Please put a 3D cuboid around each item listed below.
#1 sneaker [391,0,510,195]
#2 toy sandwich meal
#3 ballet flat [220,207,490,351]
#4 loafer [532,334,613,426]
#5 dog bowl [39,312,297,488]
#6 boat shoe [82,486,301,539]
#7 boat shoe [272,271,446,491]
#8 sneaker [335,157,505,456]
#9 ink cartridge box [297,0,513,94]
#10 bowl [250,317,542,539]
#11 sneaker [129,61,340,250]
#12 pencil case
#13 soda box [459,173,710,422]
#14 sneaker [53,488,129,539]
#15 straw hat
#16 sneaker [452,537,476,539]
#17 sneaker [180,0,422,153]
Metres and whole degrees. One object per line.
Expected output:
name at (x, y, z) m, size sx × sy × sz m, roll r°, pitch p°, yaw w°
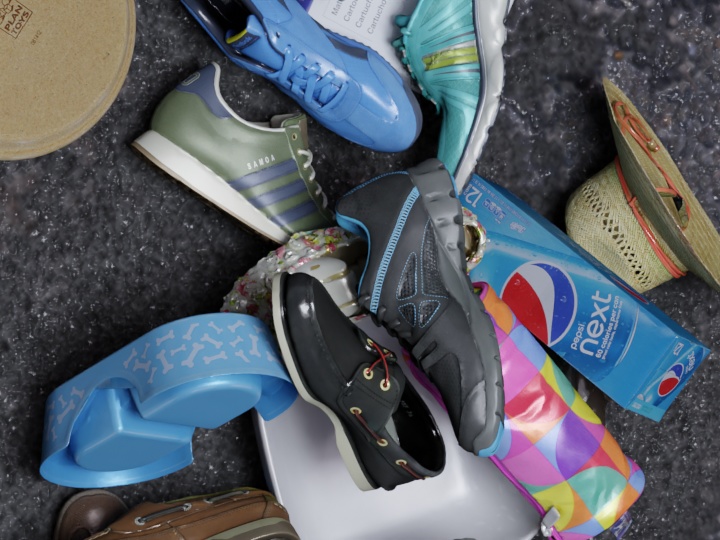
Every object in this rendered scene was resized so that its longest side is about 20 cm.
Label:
sneaker at (0.060, -0.152, 1.684) m, size 0.079 × 0.078 × 0.201 m, roll 3°, pitch 90°, yaw -3°
toy sandwich meal at (-0.246, -0.163, 1.591) m, size 0.204 × 0.070 × 0.206 m, roll 0°, pitch 90°, yaw -27°
ballet flat at (0.000, 0.000, 1.630) m, size 0.199 × 0.064 × 0.076 m, roll -25°, pitch 103°, yaw -22°
loafer at (0.144, 0.078, 1.769) m, size 0.071 × 0.073 × 0.201 m, roll -4°, pitch 93°, yaw -53°
dog bowl at (-0.130, 0.085, 1.587) m, size 0.111 × 0.200 × 0.050 m, roll 12°, pitch 58°, yaw -45°
boat shoe at (-0.140, 0.193, 1.600) m, size 0.199 × 0.068 × 0.072 m, roll -9°, pitch 127°, yaw -20°
boat shoe at (-0.001, 0.068, 1.578) m, size 0.074 × 0.063 × 0.202 m, roll -82°, pitch 153°, yaw -42°
sneaker at (0.041, 0.030, 1.569) m, size 0.081 × 0.073 × 0.201 m, roll -14°, pitch 70°, yaw -4°
ink cartridge box at (0.027, -0.244, 1.714) m, size 0.199 × 0.041 × 0.200 m, roll 25°, pitch 83°, yaw -21°
bowl at (0.019, 0.121, 1.706) m, size 0.199 × 0.075 × 0.201 m, roll -18°, pitch 99°, yaw -21°
sneaker at (-0.054, -0.065, 1.670) m, size 0.200 × 0.067 × 0.090 m, roll 34°, pitch 84°, yaw -17°
pencil case at (0.112, 0.102, 1.663) m, size 0.088 × 0.088 × 0.200 m, roll -43°, pitch 105°, yaw -16°
soda box at (0.142, 0.017, 1.685) m, size 0.064 × 0.200 × 0.068 m, roll -55°, pitch 151°, yaw 8°
sneaker at (-0.159, 0.248, 1.634) m, size 0.070 × 0.075 × 0.201 m, roll -10°, pitch 96°, yaw -22°
straw hat at (0.195, -0.032, 1.751) m, size 0.085 × 0.201 × 0.201 m, roll -32°, pitch 106°, yaw 13°
sneaker at (0.073, 0.251, 1.671) m, size 0.075 × 0.200 × 0.079 m, roll -22°, pitch 57°, yaw -5°
sneaker at (-0.047, -0.142, 1.643) m, size 0.200 × 0.078 × 0.066 m, roll 42°, pitch 120°, yaw -4°
